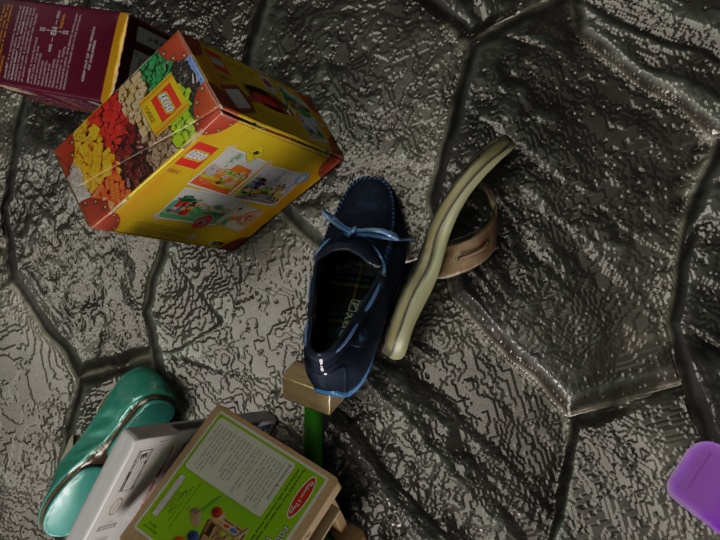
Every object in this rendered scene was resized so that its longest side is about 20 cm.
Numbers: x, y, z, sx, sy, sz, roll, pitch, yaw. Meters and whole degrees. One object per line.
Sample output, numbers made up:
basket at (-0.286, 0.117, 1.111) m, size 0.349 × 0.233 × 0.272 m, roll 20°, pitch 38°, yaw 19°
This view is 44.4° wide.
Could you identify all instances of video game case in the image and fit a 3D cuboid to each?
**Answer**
video game case at (-0.158, 0.187, 0.737) m, size 0.018 × 0.199 × 0.144 m, roll 33°, pitch 100°, yaw 24°

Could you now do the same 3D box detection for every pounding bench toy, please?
pounding bench toy at (-0.065, 0.193, 0.731) m, size 0.123 × 0.157 × 0.201 m, roll 24°, pitch 65°, yaw 26°

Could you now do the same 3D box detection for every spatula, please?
spatula at (0.309, 0.190, 0.606) m, size 0.199 × 0.020 × 0.057 m, roll 32°, pitch 112°, yaw 22°

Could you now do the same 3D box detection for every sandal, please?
sandal at (0.077, -0.015, 0.717) m, size 0.057 × 0.080 × 0.203 m, roll 25°, pitch 102°, yaw 3°

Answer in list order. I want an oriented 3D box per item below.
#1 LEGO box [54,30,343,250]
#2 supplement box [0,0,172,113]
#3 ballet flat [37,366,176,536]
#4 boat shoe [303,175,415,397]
LEGO box at (-0.128, -0.097, 0.746) m, size 0.148 × 0.199 × 0.078 m, roll -37°, pitch 72°, yaw 18°
supplement box at (-0.276, -0.207, 0.878) m, size 0.198 × 0.110 × 0.087 m, roll 14°, pitch 91°, yaw 26°
ballet flat at (-0.251, 0.172, 0.869) m, size 0.200 × 0.067 × 0.071 m, roll -49°, pitch 44°, yaw 14°
boat shoe at (0.000, 0.000, 0.709) m, size 0.083 × 0.069 × 0.202 m, roll -2°, pitch 56°, yaw 11°
